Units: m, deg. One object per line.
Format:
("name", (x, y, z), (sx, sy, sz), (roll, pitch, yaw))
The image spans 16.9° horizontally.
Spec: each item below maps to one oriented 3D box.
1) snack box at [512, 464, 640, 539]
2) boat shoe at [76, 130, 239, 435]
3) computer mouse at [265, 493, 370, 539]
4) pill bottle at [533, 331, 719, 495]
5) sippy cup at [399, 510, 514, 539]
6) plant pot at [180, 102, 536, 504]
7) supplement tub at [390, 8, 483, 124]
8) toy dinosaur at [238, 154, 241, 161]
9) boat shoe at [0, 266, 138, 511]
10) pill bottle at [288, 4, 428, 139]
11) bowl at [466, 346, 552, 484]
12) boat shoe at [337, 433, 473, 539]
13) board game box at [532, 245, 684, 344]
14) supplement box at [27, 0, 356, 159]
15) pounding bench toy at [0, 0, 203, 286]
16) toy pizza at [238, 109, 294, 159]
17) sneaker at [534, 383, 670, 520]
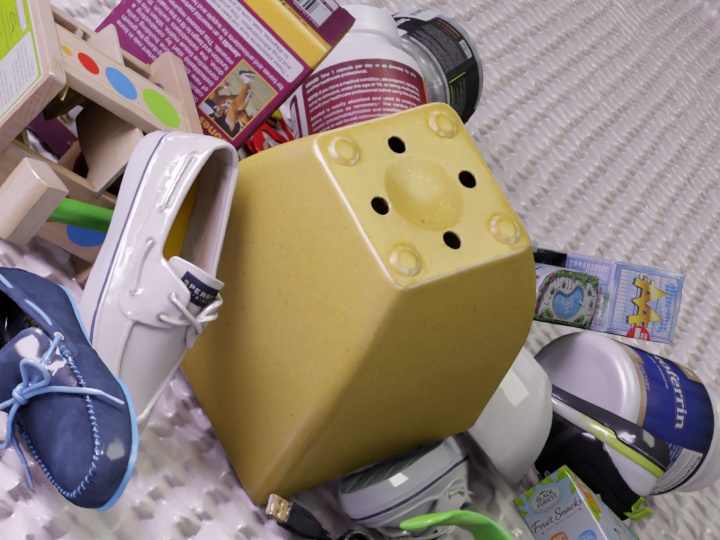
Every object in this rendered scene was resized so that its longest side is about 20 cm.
("snack box", (0.191, 0.237, 1.762), (0.143, 0.053, 0.200), (59, 7, 29))
("boat shoe", (-0.118, 0.012, 1.466), (0.071, 0.069, 0.202), (33, 67, -49))
("computer mouse", (-0.037, 0.185, 1.495), (0.199, 0.046, 0.141), (26, 32, -44))
("pill bottle", (0.226, 0.124, 2.007), (0.199, 0.116, 0.116), (19, 34, -51))
("sippy cup", (0.053, 0.245, 1.443), (0.130, 0.140, 0.178), (2, 44, -42))
("plant pot", (0.000, 0.000, 1.566), (0.194, 0.200, 0.195), (-18, 69, -34))
("supplement tub", (0.030, -0.156, 2.111), (0.123, 0.122, 0.200), (47, 20, 1))
("toy dinosaur", (-0.081, -0.019, 1.760), (0.103, 0.077, 0.200), (54, 14, -16))
("boat shoe", (-0.189, 0.068, 1.391), (0.068, 0.084, 0.200), (25, 14, -36))
("pill bottle", (0.003, -0.106, 1.924), (0.113, 0.113, 0.201), (24, 48, -46))
("bowl", (0.073, 0.060, 1.795), (0.200, 0.075, 0.200), (50, -2, 10))
("boat shoe", (0.044, 0.156, 1.660), (0.200, 0.073, 0.067), (-21, 91, -69))
("board game box", (0.151, 0.012, 1.976), (0.199, 0.062, 0.199), (9, -1, 33))
("supplement box", (-0.120, -0.140, 1.690), (0.131, 0.200, 0.103), (45, 21, -6))
("pounding bench toy", (-0.181, -0.065, 1.548), (0.156, 0.124, 0.201), (31, 26, -36))
("toy pizza", (-0.108, -0.132, 1.931), (0.200, 0.032, 0.201), (39, 23, -20))
("sneaker", (0.148, 0.135, 1.882), (0.199, 0.083, 0.072), (25, -5, 39))
